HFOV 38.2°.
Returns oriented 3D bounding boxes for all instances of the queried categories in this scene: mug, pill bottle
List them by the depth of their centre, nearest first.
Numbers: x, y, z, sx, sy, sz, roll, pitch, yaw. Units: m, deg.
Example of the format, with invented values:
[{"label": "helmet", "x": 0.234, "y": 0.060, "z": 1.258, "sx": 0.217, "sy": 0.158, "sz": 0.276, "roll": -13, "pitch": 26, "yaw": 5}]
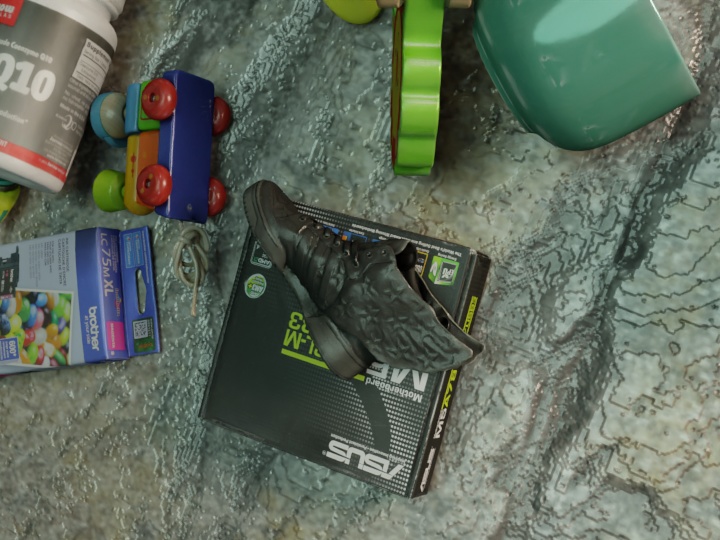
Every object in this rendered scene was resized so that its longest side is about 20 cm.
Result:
[{"label": "mug", "x": 0.140, "y": -0.174, "z": 0.720, "sx": 0.114, "sy": 0.152, "sz": 0.186, "roll": -29, "pitch": 73, "yaw": 20}, {"label": "pill bottle", "x": -0.283, "y": -0.180, "z": 0.914, "sx": 0.113, "sy": 0.114, "sz": 0.202, "roll": 16, "pitch": 83, "yaw": 23}]

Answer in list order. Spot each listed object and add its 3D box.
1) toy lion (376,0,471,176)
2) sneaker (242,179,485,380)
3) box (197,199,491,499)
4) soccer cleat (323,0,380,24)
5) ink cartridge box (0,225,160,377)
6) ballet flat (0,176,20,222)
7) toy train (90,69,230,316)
[{"label": "toy lion", "x": 0.040, "y": -0.179, "z": 0.768, "sx": 0.068, "sy": 0.193, "sz": 0.201, "roll": 1, "pitch": 46, "yaw": -1}, {"label": "sneaker", "x": -0.001, "y": 0.000, "z": 0.771, "sx": 0.104, "sy": 0.060, "sz": 0.201, "roll": -32, "pitch": 77, "yaw": 18}, {"label": "box", "x": -0.016, "y": 0.055, "z": 0.825, "sx": 0.199, "sy": 0.047, "sz": 0.195, "roll": 17, "pitch": 89, "yaw": 24}, {"label": "soccer cleat", "x": -0.021, "y": -0.260, "z": 0.778, "sx": 0.064, "sy": 0.201, "sz": 0.084, "roll": -11, "pitch": 47, "yaw": 4}, {"label": "ink cartridge box", "x": -0.277, "y": 0.029, "z": 0.944, "sx": 0.198, "sy": 0.042, "sz": 0.120, "roll": -8, "pitch": 83, "yaw": 21}, {"label": "ballet flat", "x": -0.405, "y": -0.107, "z": 0.999, "sx": 0.200, "sy": 0.067, "sz": 0.067, "roll": 38, "pitch": 119, "yaw": 20}, {"label": "toy train", "x": -0.183, "y": -0.063, "z": 0.892, "sx": 0.115, "sy": 0.084, "sz": 0.202, "roll": 0, "pitch": 86, "yaw": 33}]
